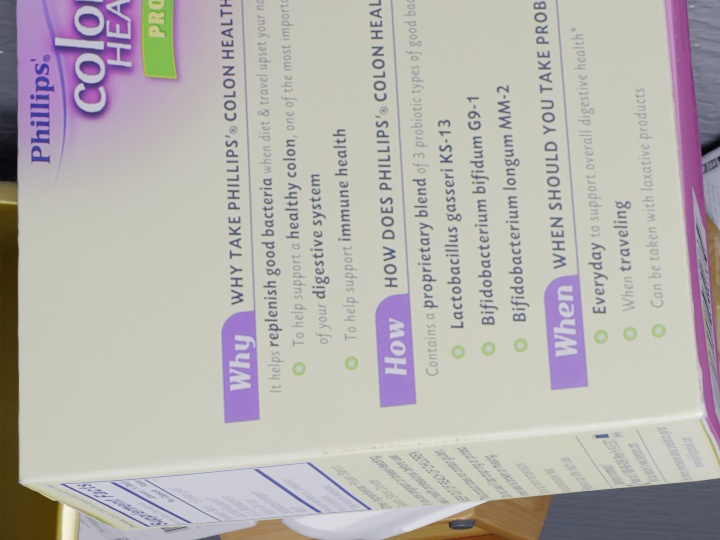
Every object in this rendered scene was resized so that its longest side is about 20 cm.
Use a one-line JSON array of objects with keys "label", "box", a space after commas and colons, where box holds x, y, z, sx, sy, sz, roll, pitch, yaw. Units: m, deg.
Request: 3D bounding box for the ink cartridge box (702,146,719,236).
[{"label": "ink cartridge box", "box": [0.204, -0.010, 1.034, 0.199, 0.041, 0.200, 5, 164, -24]}]

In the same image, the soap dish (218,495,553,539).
[{"label": "soap dish", "box": [0.013, 0.139, 1.453, 0.199, 0.082, 0.157, -10, 163, 20]}]

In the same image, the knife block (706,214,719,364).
[{"label": "knife block", "box": [0.035, -0.007, 0.895, 0.175, 0.064, 0.200, -12, 147, 27]}]

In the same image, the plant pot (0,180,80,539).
[{"label": "plant pot", "box": [-0.230, 0.057, 0.923, 0.193, 0.197, 0.200, 3, -179, -23]}]

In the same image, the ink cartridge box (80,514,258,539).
[{"label": "ink cartridge box", "box": [-0.142, 0.084, 1.158, 0.199, 0.068, 0.116, -17, 123, 40]}]

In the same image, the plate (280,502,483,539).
[{"label": "plate", "box": [0.074, 0.084, 1.105, 0.199, 0.032, 0.200, -22, 177, 10]}]

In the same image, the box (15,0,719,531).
[{"label": "box", "box": [0.004, -0.021, 0.698, 0.199, 0.177, 0.097, -7, 164, 11]}]
